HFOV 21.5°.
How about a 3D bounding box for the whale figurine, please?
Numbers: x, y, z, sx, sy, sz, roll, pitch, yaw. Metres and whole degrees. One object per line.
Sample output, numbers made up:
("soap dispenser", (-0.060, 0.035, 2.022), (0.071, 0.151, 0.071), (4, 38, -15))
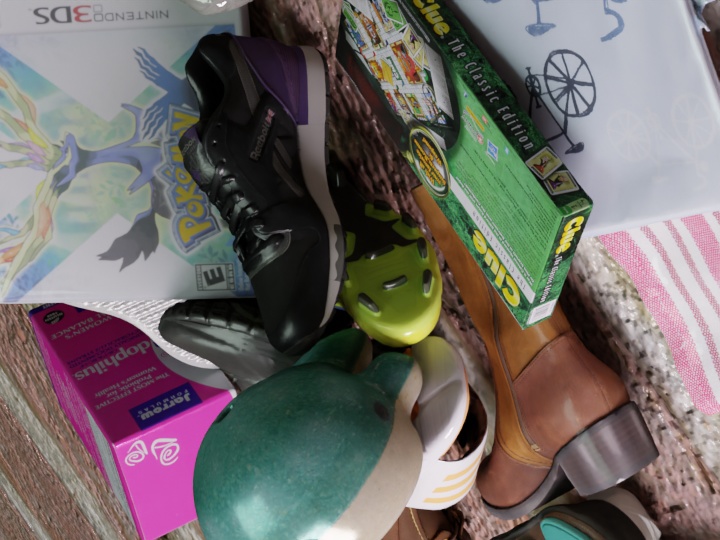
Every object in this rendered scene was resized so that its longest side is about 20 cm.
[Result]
("whale figurine", (-0.036, 0.091, 1.068), (0.104, 0.200, 0.159), (40, 112, -18))

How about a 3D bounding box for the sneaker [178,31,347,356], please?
("sneaker", (-0.066, -0.045, 1.092), (0.076, 0.087, 0.201), (-42, 46, 47))

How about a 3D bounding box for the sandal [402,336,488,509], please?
("sandal", (0.037, 0.108, 1.125), (0.207, 0.059, 0.080), (123, 152, -53))

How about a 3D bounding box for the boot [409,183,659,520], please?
("boot", (0.075, 0.041, 1.103), (0.201, 0.068, 0.188), (60, 165, 3))

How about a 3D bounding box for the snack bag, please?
("snack bag", (0.106, -0.110, 0.911), (0.188, 0.021, 0.201), (-14, 99, 59))

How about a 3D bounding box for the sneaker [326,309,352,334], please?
("sneaker", (-0.038, 0.049, 1.273), (0.079, 0.075, 0.201), (-4, 117, 56))

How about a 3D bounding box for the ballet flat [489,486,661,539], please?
("ballet flat", (0.132, 0.161, 1.128), (0.068, 0.068, 0.200), (57, 159, -3))

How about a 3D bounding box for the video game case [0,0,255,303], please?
("video game case", (-0.153, -0.079, 1.188), (0.181, 0.022, 0.202), (-2, 105, 9))

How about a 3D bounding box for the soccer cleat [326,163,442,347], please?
("soccer cleat", (0.001, 0.000, 1.139), (0.200, 0.064, 0.084), (47, 156, 54))

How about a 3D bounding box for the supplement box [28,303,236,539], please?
("supplement box", (-0.165, 0.096, 1.437), (0.200, 0.101, 0.104), (47, 155, 49))

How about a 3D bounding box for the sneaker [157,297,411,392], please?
("sneaker", (-0.039, 0.075, 1.203), (0.199, 0.076, 0.091), (20, 105, 8))

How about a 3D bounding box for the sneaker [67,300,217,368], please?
("sneaker", (-0.154, -0.007, 1.355), (0.200, 0.073, 0.114), (30, -165, -33))

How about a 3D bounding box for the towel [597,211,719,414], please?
("towel", (0.192, -0.003, 0.908), (0.147, 0.030, 0.200), (57, 152, -5))

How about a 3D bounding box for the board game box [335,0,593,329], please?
("board game box", (0.048, -0.076, 0.984), (0.201, 0.023, 0.105), (57, 154, 24))

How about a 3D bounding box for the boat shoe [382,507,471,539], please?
("boat shoe", (0.042, 0.180, 1.304), (0.067, 0.072, 0.201), (-3, 134, 7))

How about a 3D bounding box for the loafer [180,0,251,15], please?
("loafer", (-0.132, -0.225, 1.139), (0.199, 0.070, 0.070), (33, 135, 28))
